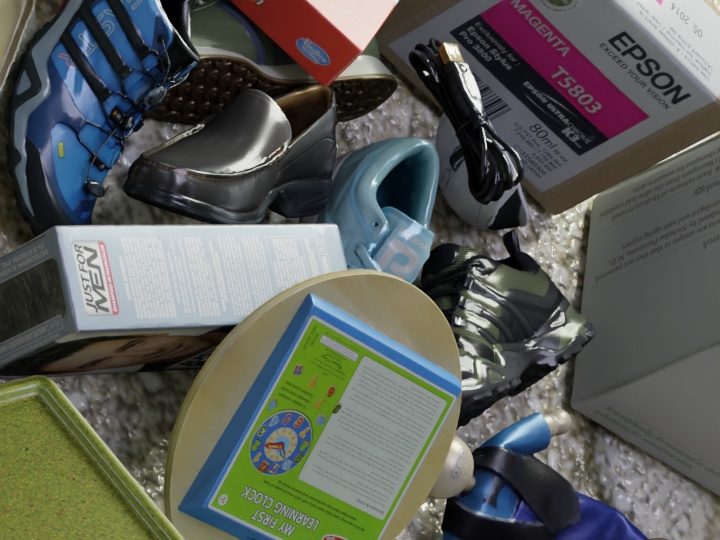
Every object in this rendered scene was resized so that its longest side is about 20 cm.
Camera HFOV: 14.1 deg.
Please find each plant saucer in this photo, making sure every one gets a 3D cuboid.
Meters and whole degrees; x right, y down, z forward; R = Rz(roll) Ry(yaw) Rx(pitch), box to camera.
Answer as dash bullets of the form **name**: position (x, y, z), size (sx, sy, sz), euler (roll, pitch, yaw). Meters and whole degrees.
- **plant saucer**: position (-0.179, 0.127, 1.417), size (0.200, 0.048, 0.200), euler (-14, 48, -38)

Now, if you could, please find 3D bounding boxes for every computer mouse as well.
- **computer mouse**: position (0.067, -0.065, 1.770), size (0.110, 0.044, 0.200), euler (62, -1, 18)

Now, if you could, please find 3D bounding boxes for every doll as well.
- **doll**: position (0.102, 0.147, 1.745), size (0.200, 0.048, 0.137), euler (32, 74, -33)

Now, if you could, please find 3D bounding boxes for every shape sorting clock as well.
- **shape sorting clock**: position (-0.026, 0.092, 1.605), size (0.200, 0.039, 0.200), euler (-19, 121, -36)

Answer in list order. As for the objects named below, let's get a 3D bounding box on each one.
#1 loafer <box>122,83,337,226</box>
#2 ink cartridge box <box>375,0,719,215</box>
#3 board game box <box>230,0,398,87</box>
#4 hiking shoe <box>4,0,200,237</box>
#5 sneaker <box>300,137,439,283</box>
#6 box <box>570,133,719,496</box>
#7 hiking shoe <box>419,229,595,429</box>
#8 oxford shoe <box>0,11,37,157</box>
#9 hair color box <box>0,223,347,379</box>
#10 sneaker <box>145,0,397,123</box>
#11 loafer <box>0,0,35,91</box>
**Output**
- **loafer**: position (-0.071, -0.068, 1.636), size (0.200, 0.073, 0.072), euler (-19, 127, -68)
- **ink cartridge box**: position (0.122, -0.146, 1.825), size (0.200, 0.165, 0.075), euler (41, 45, -22)
- **board game box**: position (-0.055, -0.224, 1.712), size (0.200, 0.040, 0.153), euler (42, 43, -9)
- **hiking shoe**: position (-0.135, -0.110, 1.589), size (0.074, 0.087, 0.200), euler (34, 65, -63)
- **sneaker**: position (0.000, 0.000, 1.706), size (0.074, 0.082, 0.200), euler (31, 53, -29)
- **box**: position (0.276, 0.030, 1.868), size (0.199, 0.200, 0.172), euler (31, 51, -31)
- **hiking shoe**: position (0.055, 0.039, 1.760), size (0.101, 0.076, 0.200), euler (56, 36, 8)
- **oxford shoe**: position (-0.222, -0.156, 1.590), size (0.075, 0.058, 0.200), euler (-10, 94, -51)
- **hair color box**: position (-0.110, 0.016, 1.583), size (0.200, 0.099, 0.061), euler (-1, 73, -43)
- **sneaker**: position (-0.074, -0.140, 1.719), size (0.200, 0.067, 0.090), euler (1, 59, -39)
- **loafer**: position (-0.221, -0.099, 1.511), size (0.076, 0.067, 0.200), euler (33, 74, -26)
